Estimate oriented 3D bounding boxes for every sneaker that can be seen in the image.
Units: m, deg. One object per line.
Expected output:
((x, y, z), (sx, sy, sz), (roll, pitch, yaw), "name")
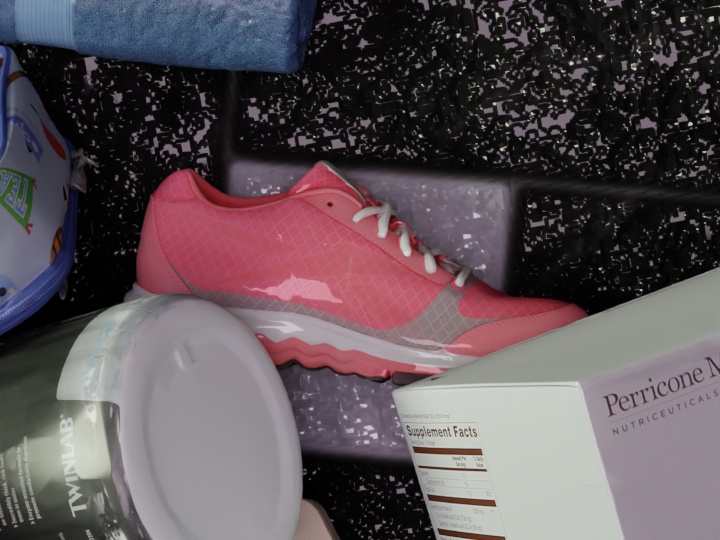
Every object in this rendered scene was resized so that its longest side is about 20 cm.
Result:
((0.000, 0.000, 0.953), (0.199, 0.074, 0.087), (6, 94, 5), "sneaker")

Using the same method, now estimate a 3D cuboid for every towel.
((-0.113, -0.146, 0.963), (0.199, 0.049, 0.112), (8, 97, 5), "towel")

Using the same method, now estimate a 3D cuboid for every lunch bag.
((-0.201, -0.007, 0.935), (0.199, 0.160, 0.076), (-27, 116, 6), "lunch bag")

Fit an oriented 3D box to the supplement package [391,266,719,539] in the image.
((0.149, 0.109, 0.873), (0.191, 0.147, 0.201), (-19, 95, -25), "supplement package")

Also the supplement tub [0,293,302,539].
((-0.133, 0.086, 0.924), (0.199, 0.122, 0.123), (-14, 94, 33), "supplement tub")

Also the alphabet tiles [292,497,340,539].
((-0.081, 0.182, 0.986), (0.200, 0.015, 0.196), (-30, 79, 15), "alphabet tiles")
